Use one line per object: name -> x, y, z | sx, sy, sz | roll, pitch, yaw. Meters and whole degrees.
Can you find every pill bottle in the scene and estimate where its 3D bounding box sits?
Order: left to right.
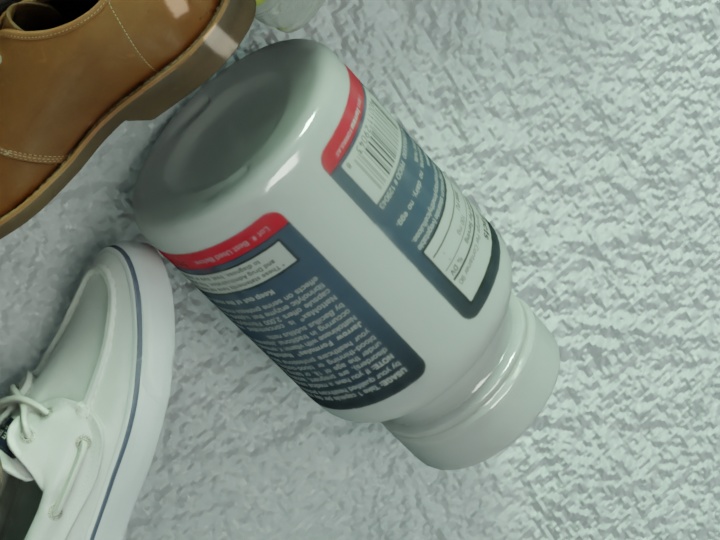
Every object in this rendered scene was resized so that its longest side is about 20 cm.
pill bottle -> 0.000, 0.000, 1.084 | 0.120, 0.120, 0.200 | -49, 120, -10

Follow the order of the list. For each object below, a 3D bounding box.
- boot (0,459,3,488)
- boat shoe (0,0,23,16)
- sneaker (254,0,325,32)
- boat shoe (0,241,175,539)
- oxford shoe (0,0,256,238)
boot -> -0.206, 0.032, 0.961 | 0.070, 0.146, 0.200 | -17, 121, 1
boat shoe -> -0.189, -0.128, 0.987 | 0.200, 0.074, 0.073 | -31, 91, -16
sneaker -> -0.057, -0.169, 0.979 | 0.105, 0.200, 0.076 | 36, 83, 11
boat shoe -> -0.137, 0.082, 1.054 | 0.065, 0.074, 0.201 | 10, 96, -34
oxford shoe -> -0.138, -0.075, 0.984 | 0.200, 0.071, 0.071 | -38, 119, 23
